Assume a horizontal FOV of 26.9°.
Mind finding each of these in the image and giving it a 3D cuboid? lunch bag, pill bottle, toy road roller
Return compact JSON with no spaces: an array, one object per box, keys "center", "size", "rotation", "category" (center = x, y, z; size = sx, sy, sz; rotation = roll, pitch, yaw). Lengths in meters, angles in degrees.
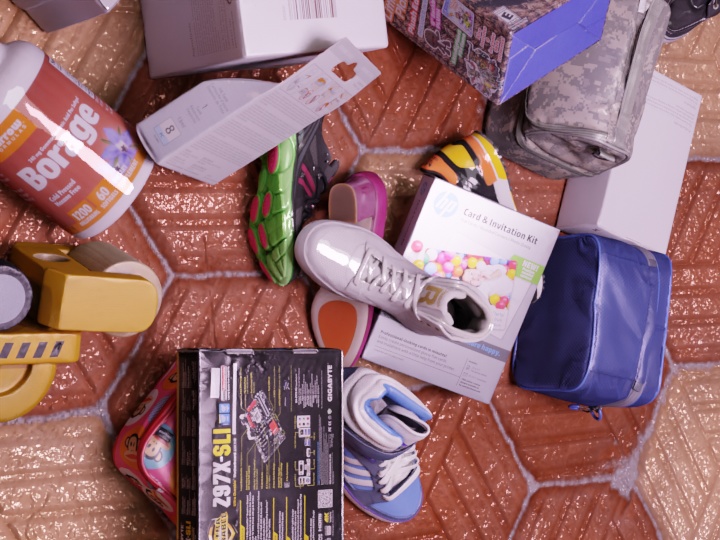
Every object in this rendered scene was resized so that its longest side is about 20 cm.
[{"center":[0.245,-0.207,1.626],"size":[0.139,0.168,0.200],"rotation":[23,77,-31],"category":"lunch bag"},{"center":[-0.121,0.173,1.446],"size":[0.200,0.082,0.176],"rotation":[48,62,-24],"category":"lunch bag"},{"center":[-0.287,-0.127,1.314],"size":[0.200,0.112,0.112],"rotation":[40,70,-26],"category":"pill bottle"},{"center":[0.262,0.064,1.656],"size":[0.132,0.136,0.200],"rotation":[10,85,-32],"category":"lunch bag"},{"center":[-0.285,0.052,1.317],"size":[0.200,0.123,0.146],"rotation":[1,104,-32],"category":"toy road roller"}]

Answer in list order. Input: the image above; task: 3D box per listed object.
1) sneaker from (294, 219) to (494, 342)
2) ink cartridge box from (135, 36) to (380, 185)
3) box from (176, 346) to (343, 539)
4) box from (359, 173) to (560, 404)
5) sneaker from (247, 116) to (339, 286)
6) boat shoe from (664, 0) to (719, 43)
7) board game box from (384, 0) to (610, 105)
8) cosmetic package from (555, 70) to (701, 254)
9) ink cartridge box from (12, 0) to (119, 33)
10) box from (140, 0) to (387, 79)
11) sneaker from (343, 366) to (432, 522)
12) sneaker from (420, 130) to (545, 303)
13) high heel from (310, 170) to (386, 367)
[{"center":[0.041,0.009,1.444],"size":[0.200,0.116,0.074],"rotation":[28,80,-30],"category":"sneaker"},{"center":[-0.089,-0.155,1.366],"size":[0.200,0.160,0.047],"rotation":[-33,80,8],"category":"ink cartridge box"},{"center":[-0.092,0.170,1.387],"size":[0.159,0.049,0.200],"rotation":[1,87,-35],"category":"box"},{"center":[0.100,0.020,1.564],"size":[0.156,0.041,0.200],"rotation":[22,92,-20],"category":"box"},{"center":[-0.060,-0.083,1.484],"size":[0.084,0.077,0.200],"rotation":[6,89,-32],"category":"sneaker"},{"center":[0.422,-0.337,1.800],"size":[0.200,0.066,0.070],"rotation":[-35,108,-28],"category":"boat shoe"},{"center":[0.129,-0.288,1.526],"size":[0.159,0.200,0.097],"rotation":[-34,150,-28],"category":"board game box"},{"center":[0.307,-0.125,1.720],"size":[0.113,0.081,0.200],"rotation":[23,79,-31],"category":"cosmetic package"},{"center":[-0.237,-0.334,1.326],"size":[0.146,0.147,0.200],"rotation":[48,66,-24],"category":"ink cartridge box"},{"center":[-0.094,-0.243,1.386],"size":[0.152,0.200,0.107],"rotation":[-10,97,-32],"category":"box"},{"center":[0.030,0.181,1.499],"size":[0.081,0.146,0.200],"rotation":[-42,111,-26],"category":"sneaker"},{"center":[0.127,-0.045,1.619],"size":[0.090,0.070,0.200],"rotation":[-25,106,-11],"category":"sneaker"},{"center":[0.000,0.000,1.540],"size":[0.096,0.067,0.200],"rotation":[-23,122,-64],"category":"high heel"}]
